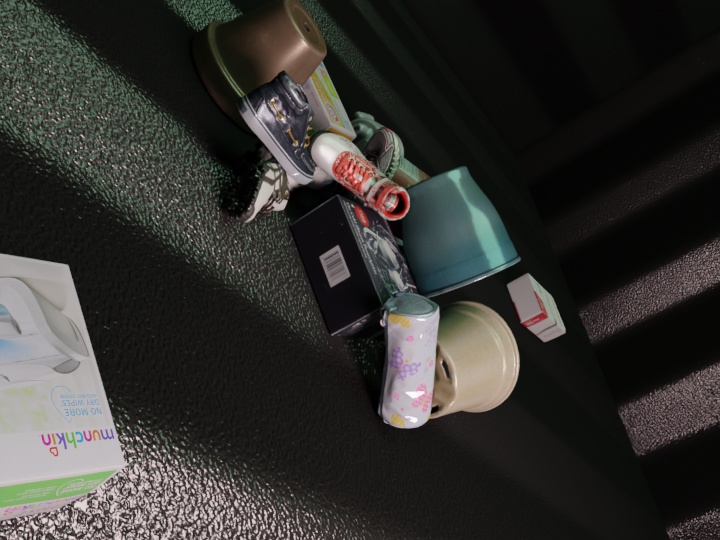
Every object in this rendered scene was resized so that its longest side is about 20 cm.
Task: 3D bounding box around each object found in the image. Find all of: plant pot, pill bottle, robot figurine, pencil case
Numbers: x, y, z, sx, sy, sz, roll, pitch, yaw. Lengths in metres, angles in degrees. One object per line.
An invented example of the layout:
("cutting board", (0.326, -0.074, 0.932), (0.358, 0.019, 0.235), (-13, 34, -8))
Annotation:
("plant pot", (-0.154, -0.356, 1.235), (0.200, 0.173, 0.202), (46, 27, -32))
("plant pot", (0.146, 0.166, 1.274), (0.182, 0.199, 0.203), (-10, 71, -54))
("pill bottle", (0.063, -0.172, 1.478), (0.198, 0.112, 0.113), (30, 34, -28))
("plant pot", (0.058, -0.092, 1.464), (0.198, 0.028, 0.200), (32, 3, -2))
("robot figurine", (0.024, -0.258, 1.585), (0.199, 0.111, 0.173), (8, 71, -63))
("pencil case", (0.071, 0.138, 1.126), (0.089, 0.083, 0.204), (-14, 117, -31))
("plant pot", (0.158, -0.074, 1.307), (0.200, 0.197, 0.191), (-22, 92, -68))

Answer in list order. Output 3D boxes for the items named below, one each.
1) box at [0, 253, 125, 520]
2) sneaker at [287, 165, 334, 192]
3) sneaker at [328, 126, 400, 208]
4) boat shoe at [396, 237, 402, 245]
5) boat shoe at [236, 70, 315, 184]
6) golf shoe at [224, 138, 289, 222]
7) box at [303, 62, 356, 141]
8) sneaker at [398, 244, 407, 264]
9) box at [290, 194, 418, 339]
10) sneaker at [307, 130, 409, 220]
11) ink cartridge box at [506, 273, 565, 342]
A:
("box", (-0.287, 0.082, 0.511), (0.199, 0.096, 0.179), (17, 45, -61))
("sneaker", (-0.091, -0.187, 1.291), (0.078, 0.080, 0.199), (63, 23, 3))
("sneaker", (0.004, -0.169, 1.345), (0.080, 0.203, 0.074), (26, -2, 42))
("boat shoe", (0.096, -0.081, 1.603), (0.201, 0.070, 0.066), (51, 0, -8))
("boat shoe", (-0.098, -0.210, 1.120), (0.200, 0.090, 0.072), (46, 15, -54))
("golf shoe", (-0.141, -0.119, 1.104), (0.095, 0.077, 0.202), (49, 26, -26))
("box", (-0.106, -0.318, 1.387), (0.112, 0.100, 0.203), (3, 60, -65))
("sneaker", (0.058, -0.046, 1.457), (0.119, 0.073, 0.200), (58, 20, 2))
("box", (0.000, 0.000, 1.232), (0.181, 0.103, 0.203), (15, 50, -63))
("sneaker", (0.005, -0.155, 1.223), (0.201, 0.068, 0.108), (36, 2, -43))
("ink cartridge box", (0.556, 0.121, 2.339), (0.199, 0.082, 0.149), (35, 34, -47))
